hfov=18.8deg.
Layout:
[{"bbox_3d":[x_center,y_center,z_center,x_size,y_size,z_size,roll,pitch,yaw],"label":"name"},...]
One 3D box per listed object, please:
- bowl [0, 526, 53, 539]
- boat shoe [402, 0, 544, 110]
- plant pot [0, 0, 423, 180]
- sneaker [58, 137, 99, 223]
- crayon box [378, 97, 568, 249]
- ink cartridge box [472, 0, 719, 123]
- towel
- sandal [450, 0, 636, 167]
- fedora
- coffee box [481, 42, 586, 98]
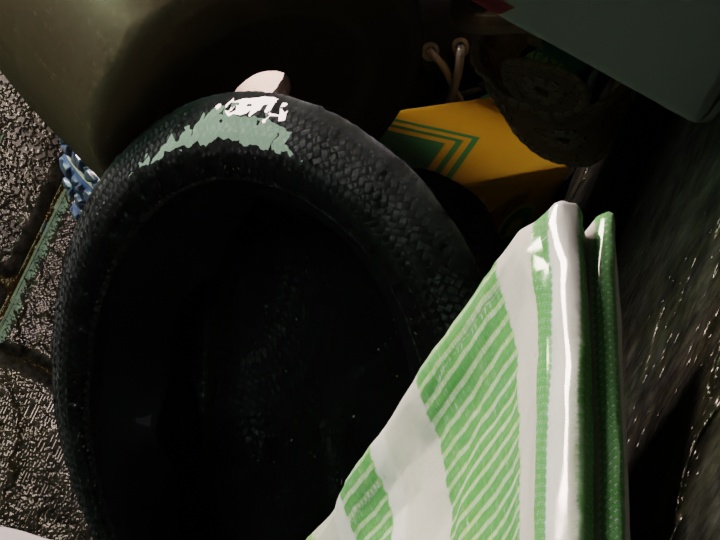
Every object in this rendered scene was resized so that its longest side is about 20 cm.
[{"bbox_3d":[-0.123,0.191,0.928,0.074,0.201,0.200,-34,2,-9],"label":"bowl"},{"bbox_3d":[0.038,-0.099,0.893,0.200,0.060,0.074,-41,-27,-33],"label":"boat shoe"},{"bbox_3d":[-0.065,-0.115,0.721,0.201,0.199,0.175,-61,43,38],"label":"plant pot"},{"bbox_3d":[-0.066,-0.015,0.877,0.085,0.077,0.201,-27,-28,-17],"label":"sneaker"},{"bbox_3d":[0.000,0.000,0.855,0.199,0.052,0.126,-14,-39,-46],"label":"crayon box"},{"bbox_3d":[0.071,-0.154,0.669,0.083,0.145,0.200,-60,6,35],"label":"ink cartridge box"},{"bbox_3d":[0.007,0.095,0.535,0.200,0.023,0.153,-53,25,41],"label":"towel"},{"bbox_3d":[0.081,-0.074,0.791,0.212,0.077,0.070,-54,-40,-72],"label":"sandal"},{"bbox_3d":[-0.007,0.037,0.674,0.091,0.200,0.201,-21,-33,-48],"label":"fedora"},{"bbox_3d":[0.044,-0.034,1.024,0.201,0.044,0.123,-63,3,15],"label":"coffee box"}]
